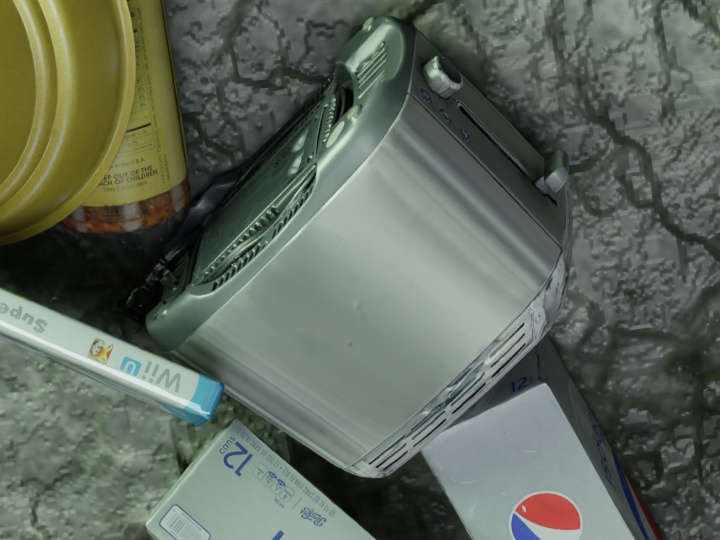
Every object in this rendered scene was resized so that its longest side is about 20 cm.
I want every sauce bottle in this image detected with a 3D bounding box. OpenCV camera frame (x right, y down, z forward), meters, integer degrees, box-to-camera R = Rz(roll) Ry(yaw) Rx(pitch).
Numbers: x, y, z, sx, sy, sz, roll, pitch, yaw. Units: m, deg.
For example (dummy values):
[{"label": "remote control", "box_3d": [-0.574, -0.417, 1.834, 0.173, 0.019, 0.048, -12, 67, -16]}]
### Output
[{"label": "sauce bottle", "box_3d": [-0.115, -0.116, 1.199, 0.065, 0.066, 0.201, -6, 112, 5]}]

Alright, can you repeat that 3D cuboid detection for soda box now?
[{"label": "soda box", "box_3d": [-0.002, 0.156, 1.264, 0.200, 0.068, 0.064, 41, 82, 2]}, {"label": "soda box", "box_3d": [0.100, 0.129, 1.299, 0.068, 0.064, 0.201, -26, 111, 13]}]

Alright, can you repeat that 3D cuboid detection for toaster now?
[{"label": "toaster", "box_3d": [0.000, 0.000, 1.217, 0.129, 0.114, 0.200, 38, 117, -16]}]

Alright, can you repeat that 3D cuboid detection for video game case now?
[{"label": "video game case", "box_3d": [-0.154, 0.018, 1.196, 0.199, 0.143, 0.018, 23, 84, -3]}]

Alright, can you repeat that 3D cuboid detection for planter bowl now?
[{"label": "planter bowl", "box_3d": [-0.198, -0.085, 1.158, 0.199, 0.084, 0.202, 8, 117, 17]}]
